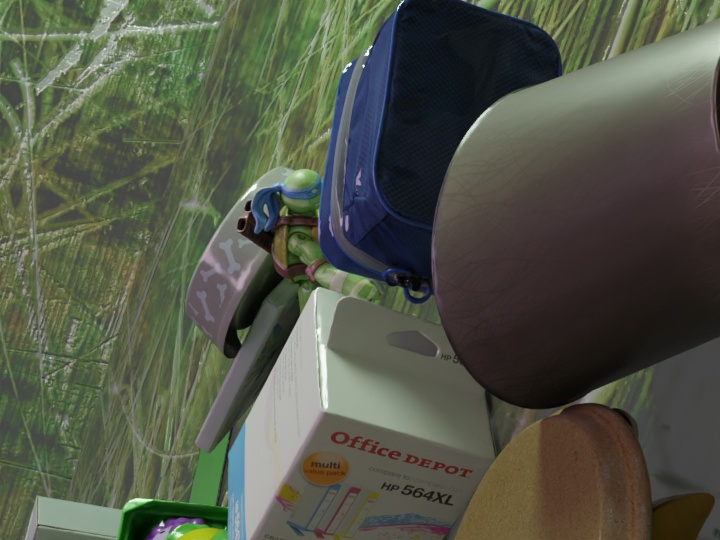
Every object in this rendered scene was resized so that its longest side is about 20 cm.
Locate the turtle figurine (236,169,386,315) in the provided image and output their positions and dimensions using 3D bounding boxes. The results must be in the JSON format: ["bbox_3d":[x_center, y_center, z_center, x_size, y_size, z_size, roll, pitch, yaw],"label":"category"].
[{"bbox_3d":[0.000,0.000,1.067,0.144,0.199,0.194,-125,30,-42],"label":"turtle figurine"}]

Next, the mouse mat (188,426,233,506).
[{"bbox_3d":[-0.196,0.286,1.534,0.161,0.008,0.201,136,146,-59],"label":"mouse mat"}]

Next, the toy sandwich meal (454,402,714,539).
[{"bbox_3d":[0.101,0.166,0.596,0.205,0.070,0.206,-158,90,-76],"label":"toy sandwich meal"}]

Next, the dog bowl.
[{"bbox_3d":[-0.097,-0.013,1.195,0.200,0.059,0.200,-56,-10,-15],"label":"dog bowl"}]

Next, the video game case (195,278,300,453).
[{"bbox_3d":[-0.087,0.068,1.241,0.200,0.022,0.182,-62,-6,32],"label":"video game case"}]

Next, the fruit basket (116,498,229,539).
[{"bbox_3d":[-0.179,0.321,1.233,0.216,0.155,0.217,-174,90,-87],"label":"fruit basket"}]

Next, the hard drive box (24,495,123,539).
[{"bbox_3d":[-0.299,0.364,1.435,0.077,0.199,0.156,-130,57,-68],"label":"hard drive box"}]

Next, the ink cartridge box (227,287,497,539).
[{"bbox_3d":[0.000,0.120,0.850,0.125,0.128,0.200,-95,27,-52],"label":"ink cartridge box"}]

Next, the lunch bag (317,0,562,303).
[{"bbox_3d":[0.051,-0.075,0.863,0.132,0.135,0.201,142,140,-63],"label":"lunch bag"}]

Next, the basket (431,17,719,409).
[{"bbox_3d":[0.139,-0.033,0.556,0.200,0.136,0.181,-24,46,64],"label":"basket"}]
